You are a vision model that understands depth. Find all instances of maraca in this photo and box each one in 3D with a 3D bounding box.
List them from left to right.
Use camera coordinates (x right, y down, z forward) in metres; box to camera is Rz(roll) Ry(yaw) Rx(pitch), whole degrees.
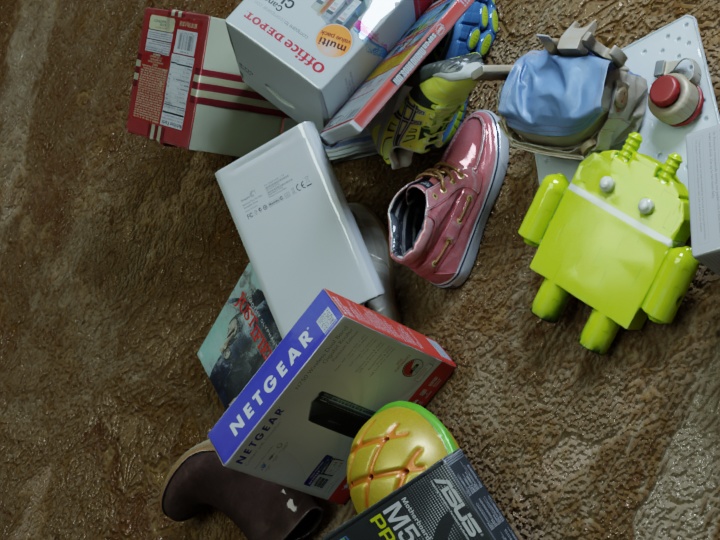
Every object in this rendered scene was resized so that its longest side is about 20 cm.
[{"bbox_3d":[0.056,0.218,1.340,0.137,0.107,0.200,-58,47,27],"label":"maraca"}]

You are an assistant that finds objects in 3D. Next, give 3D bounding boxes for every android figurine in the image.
[{"bbox_3d":[0.236,-0.028,1.294,0.182,0.041,0.201,37,110,33],"label":"android figurine"}]

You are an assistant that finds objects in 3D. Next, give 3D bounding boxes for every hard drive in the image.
[{"bbox_3d":[-0.067,-0.041,1.489,0.131,0.026,0.201,-26,84,28],"label":"hard drive"}]

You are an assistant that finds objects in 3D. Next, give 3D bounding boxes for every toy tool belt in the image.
[{"bbox_3d":[0.212,-0.174,1.319,0.199,0.123,0.126,1,72,44],"label":"toy tool belt"}]

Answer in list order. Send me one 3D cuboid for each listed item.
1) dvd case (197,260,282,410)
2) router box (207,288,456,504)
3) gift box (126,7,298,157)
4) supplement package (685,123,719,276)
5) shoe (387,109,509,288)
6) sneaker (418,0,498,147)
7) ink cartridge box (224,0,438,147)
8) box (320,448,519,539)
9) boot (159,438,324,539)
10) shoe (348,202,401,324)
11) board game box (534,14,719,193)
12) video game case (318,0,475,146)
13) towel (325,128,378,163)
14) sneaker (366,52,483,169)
[{"bbox_3d":[-0.117,0.073,1.598,0.200,0.022,0.146,-57,45,26],"label":"dvd case"},{"bbox_3d":[-0.028,0.134,1.406,0.200,0.179,0.049,-52,44,14],"label":"router box"},{"bbox_3d":[-0.154,-0.236,1.689,0.184,0.186,0.201,26,105,49],"label":"gift box"},{"bbox_3d":[0.388,-0.067,1.141,0.199,0.120,0.122,-17,59,38],"label":"supplement package"},{"bbox_3d":[0.092,-0.087,1.456,0.071,0.091,0.201,6,76,45],"label":"shoe"},{"bbox_3d":[0.092,-0.237,1.540,0.082,0.071,0.201,20,89,40],"label":"sneaker"},{"bbox_3d":[-0.028,-0.273,1.542,0.145,0.145,0.200,37,77,16],"label":"ink cartridge box"},{"bbox_3d":[0.079,0.289,1.261,0.160,0.044,0.201,-36,81,27],"label":"box"},{"bbox_3d":[-0.137,0.260,1.530,0.200,0.072,0.167,-42,45,17],"label":"boot"},{"bbox_3d":[0.000,0.000,1.532,0.070,0.053,0.201,-35,50,27],"label":"shoe"},{"bbox_3d":[0.263,-0.124,1.355,0.199,0.026,0.201,-26,55,34],"label":"board game box"},{"bbox_3d":[0.039,-0.214,1.445,0.200,0.017,0.143,-50,11,-10],"label":"video game case"},{"bbox_3d":[0.017,-0.228,1.644,0.146,0.024,0.201,-7,67,41],"label":"towel"},{"bbox_3d":[0.075,-0.168,1.447,0.200,0.075,0.077,-31,78,61],"label":"sneaker"}]
